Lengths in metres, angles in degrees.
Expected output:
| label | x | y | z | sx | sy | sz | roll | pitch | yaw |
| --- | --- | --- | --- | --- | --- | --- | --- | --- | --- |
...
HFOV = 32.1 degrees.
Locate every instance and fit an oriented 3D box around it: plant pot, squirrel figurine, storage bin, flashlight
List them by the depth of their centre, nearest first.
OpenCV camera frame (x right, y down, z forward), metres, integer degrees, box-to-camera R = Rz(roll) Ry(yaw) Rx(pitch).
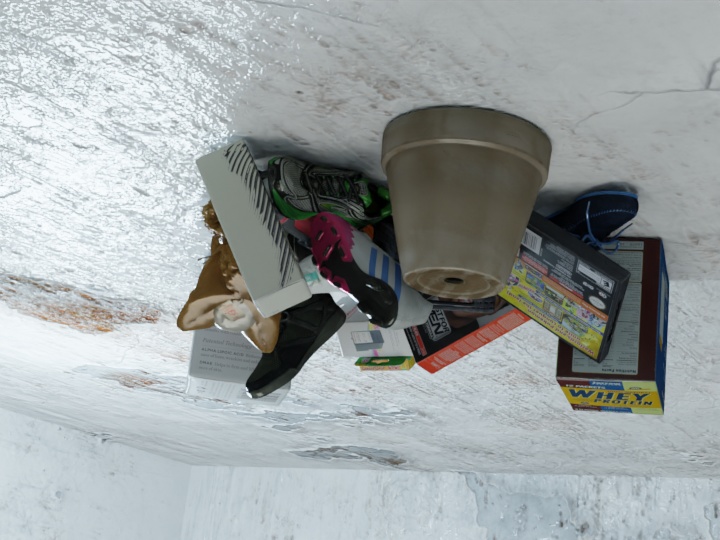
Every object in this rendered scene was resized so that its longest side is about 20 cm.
| label | x | y | z | sx | sy | sz | roll | pitch | yaw |
| --- | --- | --- | --- | --- | --- | --- | --- | --- | --- |
| plant pot | 0.115 | -0.067 | 1.431 | 0.198 | 0.175 | 0.200 | 5 | 162 | 2 |
| storage bin | 0.093 | -0.012 | 1.615 | 0.134 | 0.095 | 0.200 | 5 | -173 | -10 |
| flashlight | -0.080 | -0.076 | 1.672 | 0.067 | 0.068 | 0.200 | 20 | 175 | 31 |
| squirrel figurine | -0.166 | -0.022 | 1.728 | 0.140 | 0.188 | 0.201 | 11 | 135 | -10 |

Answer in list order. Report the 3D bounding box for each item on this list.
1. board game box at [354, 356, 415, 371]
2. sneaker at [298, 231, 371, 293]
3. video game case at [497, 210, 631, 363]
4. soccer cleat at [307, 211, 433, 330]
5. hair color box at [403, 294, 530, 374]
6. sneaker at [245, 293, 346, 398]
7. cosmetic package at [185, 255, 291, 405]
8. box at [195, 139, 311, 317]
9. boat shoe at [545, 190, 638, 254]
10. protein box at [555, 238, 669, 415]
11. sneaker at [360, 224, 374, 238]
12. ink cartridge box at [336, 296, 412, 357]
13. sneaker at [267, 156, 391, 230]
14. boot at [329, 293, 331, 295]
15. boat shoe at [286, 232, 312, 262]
| label | x | y | z | sx | sy | sz | roll | pitch | yaw |
| --- | --- | --- | --- | --- | --- | --- | --- | --- | --- |
| board game box | 0.074 | 0.117 | 2.070 | 0.095 | 0.030 | 0.200 | -4 | -160 | 32 |
| sneaker | -0.043 | 0.003 | 1.639 | 0.088 | 0.076 | 0.200 | -17 | 178 | -25 |
| video game case | 0.246 | 0.010 | 1.612 | 0.199 | 0.025 | 0.181 | 35 | 150 | 23 |
| soccer cleat | 0.010 | 0.003 | 1.501 | 0.086 | 0.200 | 0.070 | 2 | 126 | -41 |
| hair color box | 0.158 | 0.054 | 1.787 | 0.199 | 0.102 | 0.061 | -31 | 149 | 15 |
| sneaker | -0.115 | 0.089 | 1.809 | 0.076 | 0.200 | 0.115 | -2 | 130 | 56 |
| cosmetic package | -0.190 | 0.101 | 2.039 | 0.163 | 0.202 | 0.165 | 8 | 163 | -8 |
| box | -0.130 | -0.051 | 1.523 | 0.068 | 0.201 | 0.082 | -24 | 164 | -1 |
| boat shoe | 0.292 | -0.047 | 1.598 | 0.083 | 0.069 | 0.200 | 12 | 162 | -15 |
| protein box | 0.359 | 0.081 | 1.758 | 0.134 | 0.202 | 0.199 | 2 | 162 | 18 |
| sneaker | 0.000 | 0.000 | 1.813 | 0.078 | 0.076 | 0.200 | -29 | 155 | -10 |
| ink cartridge box | 0.038 | 0.088 | 2.038 | 0.199 | 0.068 | 0.117 | -3 | -159 | 31 |
| sneaker | -0.037 | -0.104 | 1.562 | 0.085 | 0.079 | 0.199 | -18 | 160 | 40 |
| boot | -0.141 | 0.049 | 1.870 | 0.199 | 0.145 | 0.073 | 26 | 127 | -9 |
| boat shoe | -0.055 | -0.019 | 1.835 | 0.065 | 0.072 | 0.201 | -6 | 165 | 21 |
